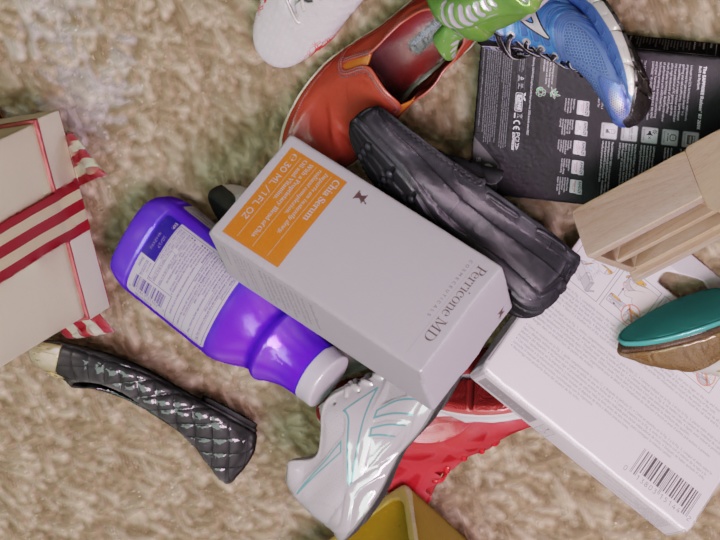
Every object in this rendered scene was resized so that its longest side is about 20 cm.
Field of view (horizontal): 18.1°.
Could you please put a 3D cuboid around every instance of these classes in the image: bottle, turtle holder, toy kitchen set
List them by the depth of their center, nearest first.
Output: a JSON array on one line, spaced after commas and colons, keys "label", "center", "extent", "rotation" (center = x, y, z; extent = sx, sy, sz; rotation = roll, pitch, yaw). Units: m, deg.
[{"label": "turtle holder", "center": [0.082, -0.231, 1.509], "extent": [0.131, 0.185, 0.142], "rotation": [-26, 92, 15]}, {"label": "toy kitchen set", "center": [0.291, 0.020, 1.604], "extent": [0.180, 0.163, 0.201], "rotation": [-28, 65, 27]}, {"label": "bottle", "center": [-0.098, 0.027, 1.738], "extent": [0.200, 0.065, 0.084], "rotation": [37, 107, 18]}]

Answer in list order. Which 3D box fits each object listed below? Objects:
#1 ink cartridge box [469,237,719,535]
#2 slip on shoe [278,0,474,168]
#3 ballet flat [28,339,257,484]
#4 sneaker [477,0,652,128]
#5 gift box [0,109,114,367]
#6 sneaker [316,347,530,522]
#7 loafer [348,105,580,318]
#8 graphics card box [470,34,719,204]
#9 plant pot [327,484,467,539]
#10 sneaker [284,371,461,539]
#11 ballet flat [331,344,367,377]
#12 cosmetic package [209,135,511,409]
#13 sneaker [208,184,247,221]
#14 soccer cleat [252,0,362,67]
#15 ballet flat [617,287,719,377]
[{"label": "ink cartridge box", "center": [0.212, 0.071, 1.720], "extent": [0.200, 0.045, 0.177], "rotation": [39, 74, -4]}, {"label": "slip on shoe", "center": [0.012, -0.139, 1.692], "extent": [0.200, 0.061, 0.074], "rotation": [-40, 99, 20]}, {"label": "ballet flat", "center": [-0.176, 0.107, 1.807], "extent": [0.199, 0.066, 0.057], "rotation": [25, 86, -1]}, {"label": "sneaker", "center": [0.133, -0.172, 1.613], "extent": [0.089, 0.079, 0.200], "rotation": [-38, 65, 5]}, {"label": "gift box", "center": [-0.296, -0.014, 1.724], "extent": [0.199, 0.187, 0.186], "rotation": [-1, 108, 27]}, {"label": "sneaker", "center": [0.071, 0.132, 1.784], "extent": [0.198, 0.079, 0.116], "rotation": [-5, 127, 10]}, {"label": "loafer", "center": [0.075, -0.052, 1.663], "extent": [0.200, 0.068, 0.070], "rotation": [43, 72, 1]}, {"label": "graphics card box", "center": [0.183, -0.111, 1.675], "extent": [0.198, 0.051, 0.126], "rotation": [6, 110, 8]}, {"label": "plant pot", "center": [0.045, 0.332, 1.777], "extent": [0.194, 0.196, 0.200], "rotation": [-39, 125, 24]}, {"label": "sneaker", "center": [0.015, 0.104, 1.696], "extent": [0.080, 0.070, 0.201], "rotation": [36, 97, 9]}, {"label": "ballet flat", "center": [0.053, 0.035, 1.753], "extent": [0.199, 0.068, 0.064], "rotation": [-16, 133, 16]}, {"label": "cosmetic package", "center": [0.000, 0.000, 1.640], "extent": [0.199, 0.071, 0.102], "rotation": [32, 73, 23]}, {"label": "sneaker", "center": [-0.015, -0.032, 1.737], "extent": [0.201, 0.067, 0.108], "rotation": [35, 72, 26]}, {"label": "soccer cleat", "center": [-0.015, -0.225, 1.654], "extent": [0.069, 0.085, 0.200], "rotation": [42, 111, -6]}, {"label": "ballet flat", "center": [0.290, 0.037, 1.685], "extent": [0.199, 0.068, 0.073], "rotation": [-29, 114, -4]}]
